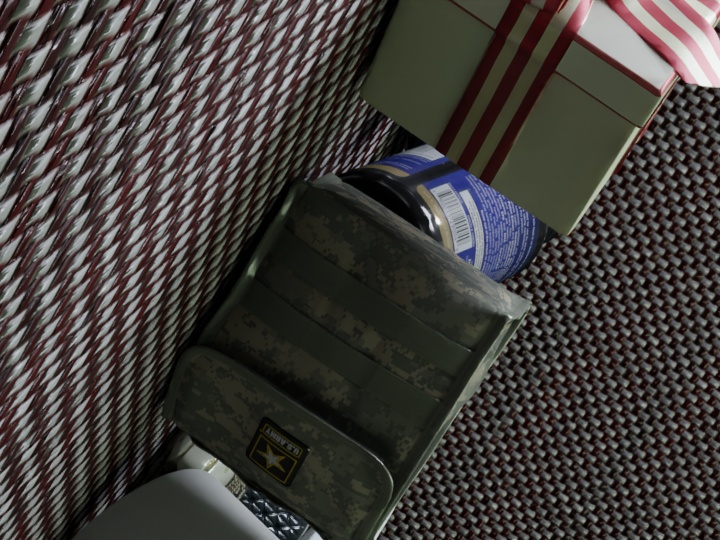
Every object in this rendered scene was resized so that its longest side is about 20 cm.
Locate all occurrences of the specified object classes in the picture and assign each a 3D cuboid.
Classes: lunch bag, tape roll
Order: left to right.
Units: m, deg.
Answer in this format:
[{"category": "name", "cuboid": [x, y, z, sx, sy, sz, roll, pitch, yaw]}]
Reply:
[{"category": "tape roll", "cuboid": [-0.123, 0.251, 1.433, 0.203, 0.139, 0.203, -39, 156, -21]}, {"category": "lunch bag", "cuboid": [-0.017, 0.063, 1.361, 0.200, 0.164, 0.118, -58, 172, 12]}]

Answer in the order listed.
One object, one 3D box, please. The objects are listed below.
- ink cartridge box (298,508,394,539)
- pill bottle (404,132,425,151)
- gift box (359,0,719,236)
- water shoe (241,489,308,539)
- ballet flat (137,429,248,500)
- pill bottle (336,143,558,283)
[{"category": "ink cartridge box", "cuboid": [-0.043, 0.223, 1.615, 0.161, 0.050, 0.200, -48, -177, 25]}, {"category": "pill bottle", "cuboid": [0.099, -0.107, 1.660, 0.111, 0.111, 0.200, -51, 173, -39]}, {"category": "gift box", "cuboid": [0.137, -0.156, 1.265, 0.185, 0.200, 0.187, -58, 176, -32]}, {"category": "water shoe", "cuboid": [-0.126, 0.217, 1.619, 0.200, 0.072, 0.079, -37, -172, -20]}, {"category": "ballet flat", "cuboid": [-0.133, 0.166, 1.533, 0.200, 0.068, 0.075, -51, 165, -7]}, {"category": "pill bottle", "cuboid": [0.061, -0.035, 1.502, 0.200, 0.112, 0.112, -22, 150, -50]}]
